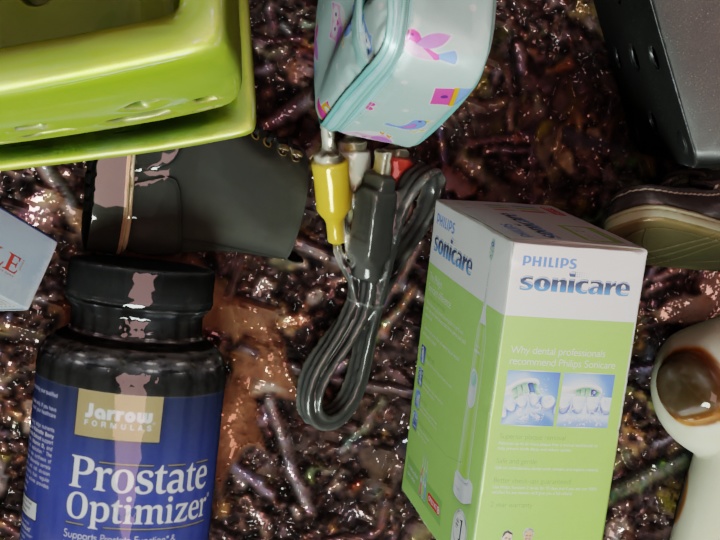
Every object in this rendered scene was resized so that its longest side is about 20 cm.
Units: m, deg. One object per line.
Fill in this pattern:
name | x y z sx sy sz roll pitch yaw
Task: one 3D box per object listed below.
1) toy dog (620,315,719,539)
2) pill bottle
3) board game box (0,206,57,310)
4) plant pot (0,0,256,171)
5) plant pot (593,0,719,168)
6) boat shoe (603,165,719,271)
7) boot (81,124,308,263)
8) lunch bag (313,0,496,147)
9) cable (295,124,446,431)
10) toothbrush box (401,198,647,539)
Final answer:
toy dog | 0.259 0.126 0.873 0.139 0.193 0.201 -28 105 -53
pill bottle | -0.138 0.095 0.770 0.111 0.112 0.201 5 95 -14
board game box | -0.282 -0.040 0.648 0.200 0.199 0.041 35 66 -34
plant pot | -0.140 -0.138 0.513 0.199 0.181 0.200 -7 82 3
plant pot | 0.251 -0.157 0.811 0.177 0.200 0.201 -19 100 0
boat shoe | 0.217 -0.038 0.843 0.200 0.072 0.066 8 73 -47
boot | -0.086 -0.104 0.790 0.138 0.077 0.201 7 107 -19
lunch bag | 0.027 -0.184 0.744 0.077 0.160 0.201 7 76 -13
cable | 0.000 0.000 0.841 0.097 0.050 0.201 -6 113 -43
toothbrush box | 0.092 0.067 0.797 0.086 0.146 0.201 2 101 -14
